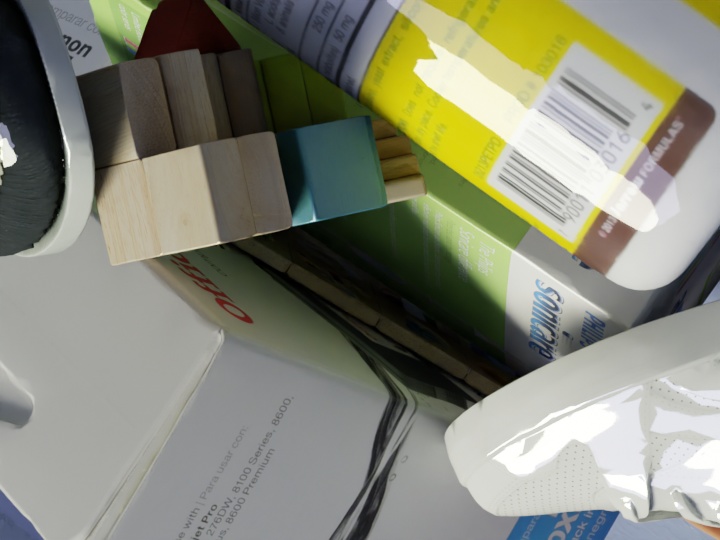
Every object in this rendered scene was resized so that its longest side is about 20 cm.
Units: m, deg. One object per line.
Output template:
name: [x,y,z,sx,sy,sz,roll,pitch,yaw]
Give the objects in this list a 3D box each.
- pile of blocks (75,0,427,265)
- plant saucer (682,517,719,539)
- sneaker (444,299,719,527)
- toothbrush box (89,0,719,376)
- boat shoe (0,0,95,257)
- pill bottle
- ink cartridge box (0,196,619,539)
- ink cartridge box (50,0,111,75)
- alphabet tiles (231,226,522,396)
pile of blocks: [-0.028,-0.041,0.719,0.200,0.082,0.062,-133,31,-88]
plant saucer: [0.184,0.069,0.888,0.200,0.032,0.200,16,161,6]
sneaker: [0.117,0.066,0.775,0.200,0.116,0.074,-21,167,33]
toothbrush box: [0.021,-0.049,0.874,0.200,0.086,0.146,35,169,11]
boat shoe: [-0.119,-0.032,0.704,0.200,0.060,0.076,-16,89,68]
pill bottle: [0.022,-0.092,0.680,0.200,0.109,0.109,36,167,4]
ink cartridge box: [-0.034,0.045,0.888,0.200,0.084,0.145,23,-169,-46]
ink cartridge box: [-0.155,-0.041,1.109,0.145,0.200,0.084,25,160,41]
alphabet tiles: [0.000,0.000,0.960,0.200,0.006,0.166,31,-172,-10]
